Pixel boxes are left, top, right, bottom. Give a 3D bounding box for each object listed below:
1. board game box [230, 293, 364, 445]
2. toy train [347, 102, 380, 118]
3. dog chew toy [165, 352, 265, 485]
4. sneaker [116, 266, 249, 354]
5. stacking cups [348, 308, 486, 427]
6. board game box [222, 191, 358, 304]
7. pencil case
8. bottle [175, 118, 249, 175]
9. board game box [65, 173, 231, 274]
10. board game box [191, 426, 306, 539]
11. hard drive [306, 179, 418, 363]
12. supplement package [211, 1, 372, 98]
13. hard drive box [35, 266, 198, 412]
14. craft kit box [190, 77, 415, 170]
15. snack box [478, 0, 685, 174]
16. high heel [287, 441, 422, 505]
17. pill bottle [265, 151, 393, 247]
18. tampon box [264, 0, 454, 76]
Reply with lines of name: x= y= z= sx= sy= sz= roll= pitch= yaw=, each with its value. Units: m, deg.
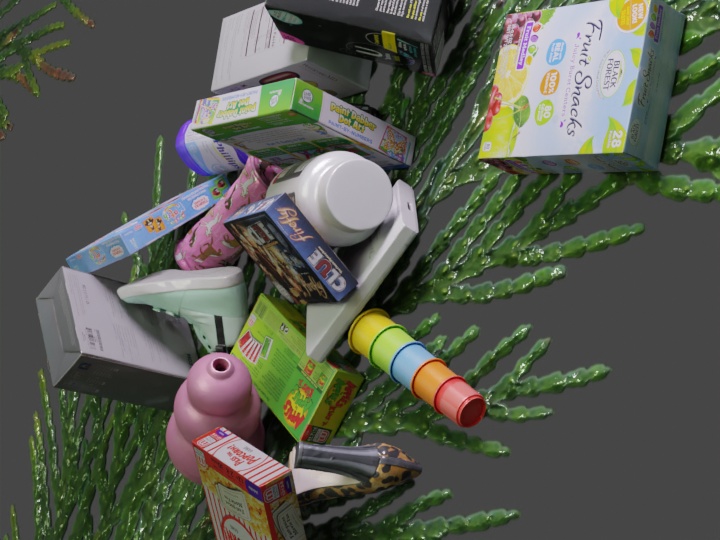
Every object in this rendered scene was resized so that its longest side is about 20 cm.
board game box: x=-0.083 y=0.121 z=1.699 sx=0.200 sy=0.047 sz=0.102 roll=42 pitch=109 yaw=48
toy train: x=-0.064 y=-0.202 z=1.758 sx=0.199 sy=0.034 sz=0.046 roll=9 pitch=54 yaw=27
dog chew toy: x=-0.175 y=0.176 z=1.684 sx=0.201 sy=0.124 sz=0.125 roll=100 pitch=155 yaw=-47
sneaker: x=-0.235 y=0.062 z=1.832 sx=0.200 sy=0.074 sz=0.119 roll=-2 pitch=107 yaw=31
stacking cups: x=0.068 y=0.110 z=1.531 sx=0.200 sy=0.060 sz=0.061 roll=34 pitch=102 yaw=44
board game box: x=-0.086 y=-0.022 z=1.630 sx=0.035 sy=0.136 sz=0.200 roll=-42 pitch=10 yaw=-16
pencil case: x=-0.170 y=-0.067 z=1.844 sx=0.083 sy=0.087 sz=0.200 roll=44 pitch=118 yaw=1
bottle: x=-0.155 y=-0.179 z=1.863 sx=0.199 sy=0.084 sz=0.066 roll=-7 pitch=50 yaw=35
board game box: x=-0.290 y=-0.061 z=1.901 sx=0.151 sy=0.200 sz=0.037 roll=-18 pitch=102 yaw=49
board game box: x=-0.119 y=0.297 z=1.594 sx=0.151 sy=0.046 sz=0.201 roll=21 pitch=129 yaw=51
hard drive: x=0.000 y=0.000 z=1.625 sx=0.200 sy=0.027 sz=0.132 roll=-53 pitch=17 yaw=21
supplement package: x=-0.087 y=-0.284 z=1.802 sx=0.200 sy=0.113 sz=0.110 roll=-9 pitch=68 yaw=48
hard drive box: x=-0.326 y=0.095 z=1.870 sx=0.077 sy=0.199 sz=0.156 roll=-46 pitch=45 yaw=29
craft kit box: x=-0.070 y=-0.166 z=1.674 sx=0.199 sy=0.197 sz=0.049 roll=-3 pitch=74 yaw=48
snack box: x=0.228 y=-0.190 z=1.439 sx=0.199 sy=0.068 sz=0.170 roll=2 pitch=77 yaw=48
high heel: x=-0.013 y=0.239 z=1.582 sx=0.200 sy=0.142 sz=0.072 roll=115 pitch=162 yaw=-69
pill bottle: x=-0.035 y=-0.082 z=1.625 sx=0.200 sy=0.110 sz=0.111 roll=176 pitch=108 yaw=-70
tampon box: x=0.005 y=-0.325 z=1.612 sx=0.199 sy=0.150 sz=0.127 roll=14 pitch=85 yaw=7
